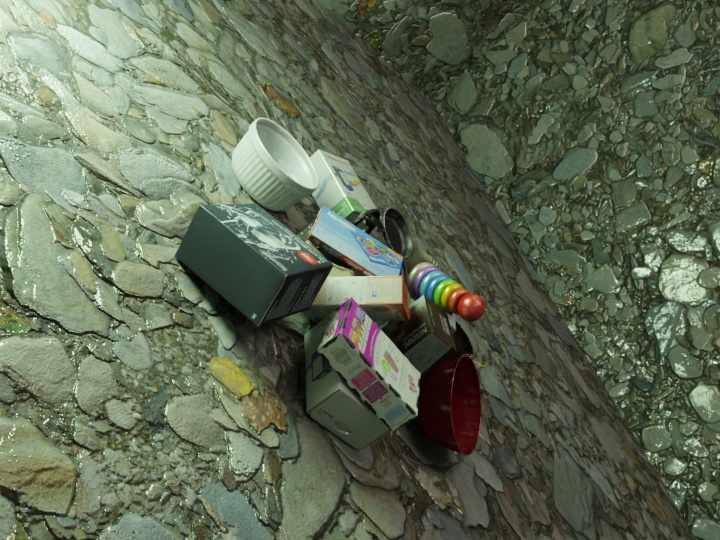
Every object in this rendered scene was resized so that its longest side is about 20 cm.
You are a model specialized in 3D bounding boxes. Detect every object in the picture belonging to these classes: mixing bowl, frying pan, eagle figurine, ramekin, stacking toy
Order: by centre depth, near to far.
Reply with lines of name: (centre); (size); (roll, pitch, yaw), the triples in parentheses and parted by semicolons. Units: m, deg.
stacking toy: (0.179, 0.050, 1.486); (0.085, 0.086, 0.199); (35, -3, -35)
frying pan: (0.059, -0.070, 1.509); (0.189, 0.031, 0.117); (-19, 89, -59)
mixing bowl: (0.175, 0.279, 1.516); (0.199, 0.106, 0.205); (13, 75, -63)
ramekin: (-0.194, -0.227, 1.612); (0.200, 0.105, 0.202); (42, 24, -23)
eagle figurine: (0.221, 0.211, 1.704); (0.199, 0.149, 0.154); (26, 42, -61)

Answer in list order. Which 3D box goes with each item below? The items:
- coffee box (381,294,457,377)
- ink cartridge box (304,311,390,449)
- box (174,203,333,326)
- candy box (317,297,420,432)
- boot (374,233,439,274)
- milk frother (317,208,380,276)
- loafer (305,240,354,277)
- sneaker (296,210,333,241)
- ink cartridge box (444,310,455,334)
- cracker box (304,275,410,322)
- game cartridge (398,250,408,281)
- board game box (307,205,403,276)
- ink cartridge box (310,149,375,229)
coffee box: (0.086, 0.160, 1.444); (0.079, 0.199, 0.115); (37, 25, -29)
ink cartridge box: (-0.025, 0.199, 1.316); (0.145, 0.087, 0.202); (40, 26, -29)
box: (-0.177, -0.017, 1.244); (0.199, 0.105, 0.182); (37, 19, 15)
candy box: (0.019, 0.162, 1.262); (0.200, 0.061, 0.137); (48, 21, -12)
boot: (0.068, -0.012, 1.696); (0.154, 0.198, 0.073); (41, 37, -33)
milk frother: (0.000, 0.000, 1.526); (0.189, 0.199, 0.180); (51, 17, 0)
loafer: (-0.096, -0.020, 1.413); (0.196, 0.069, 0.076); (20, -15, 1)
sneaker: (-0.079, -0.080, 1.656); (0.091, 0.078, 0.200); (55, 22, 0)
ink cartridge box: (0.135, 0.167, 1.555); (0.039, 0.202, 0.100); (29, 24, -9)
cracker box: (-0.008, 0.056, 1.375); (0.134, 0.195, 0.059); (62, 27, -71)
game cartridge: (0.086, 0.049, 1.559); (0.202, 0.038, 0.131); (-86, 167, -51)
board game box: (-0.007, -0.044, 1.443); (0.198, 0.020, 0.104); (32, 39, -10)
ink cartridge box: (-0.053, -0.195, 1.854); (0.144, 0.087, 0.202); (11, 44, -58)
